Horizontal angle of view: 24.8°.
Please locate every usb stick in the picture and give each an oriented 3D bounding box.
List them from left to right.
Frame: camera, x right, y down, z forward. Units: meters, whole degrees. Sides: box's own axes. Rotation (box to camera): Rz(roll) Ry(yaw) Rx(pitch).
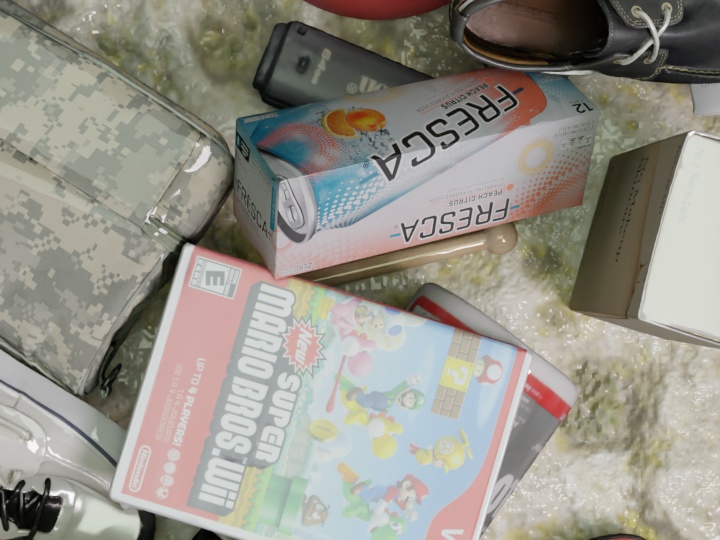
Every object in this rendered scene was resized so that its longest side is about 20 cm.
[{"bbox_3d":[0.033,-0.093,0.992,0.198,0.033,0.056,22,89,-2],"label":"usb stick"}]

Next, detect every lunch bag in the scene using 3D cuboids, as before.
[{"bbox_3d":[-0.189,-0.043,0.927,0.199,0.139,0.169,32,84,-2],"label":"lunch bag"}]

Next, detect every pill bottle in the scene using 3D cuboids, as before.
[{"bbox_3d":[0.026,0.119,0.950,0.114,0.114,0.201,36,88,-2],"label":"pill bottle"}]

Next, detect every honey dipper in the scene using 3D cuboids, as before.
[{"bbox_3d":[0.000,0.000,0.989,0.198,0.038,0.038,-13,90,-5],"label":"honey dipper"}]

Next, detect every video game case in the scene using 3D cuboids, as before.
[{"bbox_3d":[-0.021,0.083,0.882,0.198,0.017,0.144,17,88,-3],"label":"video game case"}]

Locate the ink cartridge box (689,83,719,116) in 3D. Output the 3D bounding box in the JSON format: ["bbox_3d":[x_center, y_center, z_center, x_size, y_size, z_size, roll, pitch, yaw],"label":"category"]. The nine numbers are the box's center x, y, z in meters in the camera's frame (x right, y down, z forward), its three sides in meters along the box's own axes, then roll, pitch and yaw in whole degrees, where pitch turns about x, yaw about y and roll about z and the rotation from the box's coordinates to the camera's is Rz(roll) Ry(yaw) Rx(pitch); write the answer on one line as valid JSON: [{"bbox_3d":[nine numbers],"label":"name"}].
[{"bbox_3d":[0.268,-0.203,0.933,0.083,0.175,0.202,-9,91,-47],"label":"ink cartridge box"}]

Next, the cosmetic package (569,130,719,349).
[{"bbox_3d":[0.179,-0.014,0.915,0.072,0.200,0.105,16,88,-2],"label":"cosmetic package"}]

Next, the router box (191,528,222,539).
[{"bbox_3d":[-0.052,0.222,0.901,0.149,0.200,0.051,40,90,-2],"label":"router box"}]

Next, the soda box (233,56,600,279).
[{"bbox_3d":[0.031,-0.059,0.904,0.198,0.064,0.069,-14,133,-22],"label":"soda box"}]

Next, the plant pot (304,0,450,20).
[{"bbox_3d":[0.017,-0.255,0.922,0.198,0.177,0.203,0,89,-3],"label":"plant pot"}]

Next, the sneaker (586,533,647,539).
[{"bbox_3d":[0.104,0.233,0.966,0.199,0.087,0.074,-36,92,-3],"label":"sneaker"}]

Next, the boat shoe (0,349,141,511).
[{"bbox_3d":[-0.202,0.087,0.910,0.199,0.072,0.066,38,65,-17],"label":"boat shoe"}]

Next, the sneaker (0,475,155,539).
[{"bbox_3d":[-0.218,0.135,0.956,0.198,0.080,0.074,15,87,-4],"label":"sneaker"}]

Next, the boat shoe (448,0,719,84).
[{"bbox_3d":[0.147,-0.131,0.901,0.198,0.068,0.072,8,119,4],"label":"boat shoe"}]

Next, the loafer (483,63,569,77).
[{"bbox_3d":[0.122,-0.191,0.951,0.076,0.067,0.201,33,114,17],"label":"loafer"}]
